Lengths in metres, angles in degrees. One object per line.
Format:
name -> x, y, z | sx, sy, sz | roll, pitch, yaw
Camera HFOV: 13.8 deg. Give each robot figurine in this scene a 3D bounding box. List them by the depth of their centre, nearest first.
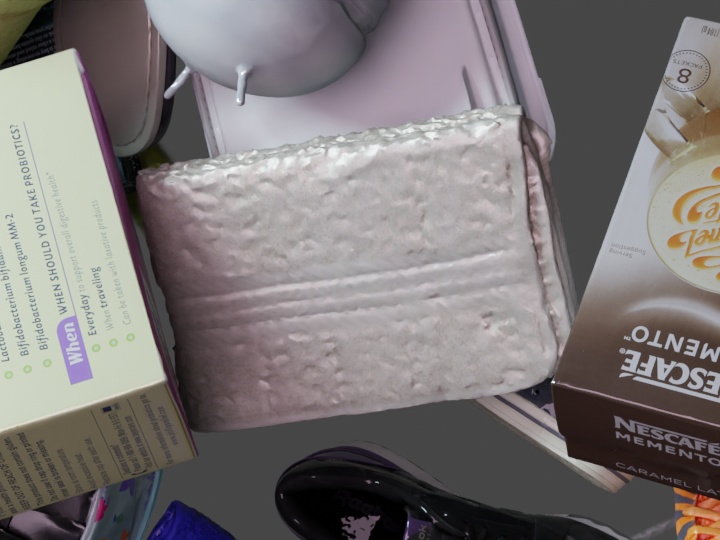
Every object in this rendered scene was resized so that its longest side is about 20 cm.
robot figurine -> -0.029, -0.165, 1.380 | 0.113, 0.169, 0.201 | 30, 79, -18

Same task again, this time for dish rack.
dish rack -> -0.008, -0.104, 1.436 | 0.171, 0.044, 0.201 | -23, 61, 15

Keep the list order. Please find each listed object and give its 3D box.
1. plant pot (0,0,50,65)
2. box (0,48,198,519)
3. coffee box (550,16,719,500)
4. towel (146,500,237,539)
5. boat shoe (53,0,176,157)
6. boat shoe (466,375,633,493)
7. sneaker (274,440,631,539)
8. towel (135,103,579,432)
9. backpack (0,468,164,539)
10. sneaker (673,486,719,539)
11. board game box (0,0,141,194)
plant pot -> -0.242, -0.134, 1.434 | 0.200, 0.200, 0.185 | 39, 120, 13
box -> -0.195, 0.021, 1.358 | 0.199, 0.097, 0.177 | -17, 65, -2
coffee box -> 0.173, -0.003, 1.354 | 0.114, 0.080, 0.201 | 14, 65, 16
towel -> -0.051, 0.224, 1.428 | 0.200, 0.050, 0.148 | 36, 83, -7
boat shoe -> -0.113, -0.156, 1.488 | 0.072, 0.063, 0.201 | -14, 82, 37
boat shoe -> 0.059, 0.030, 1.433 | 0.200, 0.075, 0.062 | 34, 88, 17
sneaker -> 0.050, 0.142, 1.424 | 0.199, 0.088, 0.076 | 18, 94, 15
towel -> 0.000, 0.000, 1.378 | 0.199, 0.034, 0.133 | -8, 104, 16
backpack -> -0.196, 0.092, 1.463 | 0.199, 0.150, 0.178 | 24, 95, 24
sneaker -> 0.175, 0.117, 1.376 | 0.077, 0.112, 0.201 | -8, 87, 15
board game box -> -0.221, -0.074, 1.538 | 0.199, 0.028, 0.136 | -18, 84, 14
